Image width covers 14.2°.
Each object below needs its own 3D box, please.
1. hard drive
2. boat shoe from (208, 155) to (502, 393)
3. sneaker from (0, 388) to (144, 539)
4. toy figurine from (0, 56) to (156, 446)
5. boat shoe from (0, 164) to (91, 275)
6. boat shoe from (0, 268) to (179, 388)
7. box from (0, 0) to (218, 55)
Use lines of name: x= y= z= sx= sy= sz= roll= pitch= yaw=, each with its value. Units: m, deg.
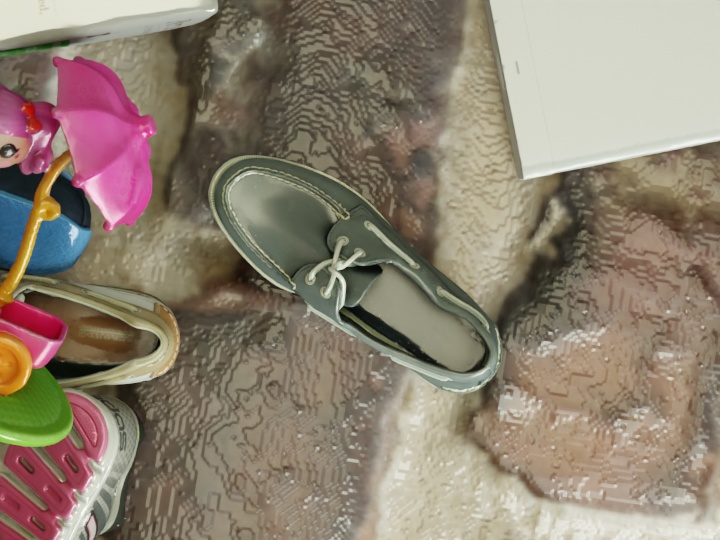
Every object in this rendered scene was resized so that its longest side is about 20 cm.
hard drive: x=0.179 y=-0.137 z=1.706 sx=0.200 sy=0.026 sz=0.132 roll=-11 pitch=92 yaw=-5
boat shoe: x=0.000 y=0.000 z=1.671 sx=0.200 sy=0.062 sz=0.073 roll=38 pitch=87 yaw=-5
sneaker: x=-0.181 y=0.149 z=1.651 sx=0.074 sy=0.087 sz=0.200 roll=36 pitch=109 yaw=18
toy figurine: x=-0.195 y=-0.037 z=1.515 sx=0.200 sy=0.150 sz=0.184 roll=31 pitch=105 yaw=-7
boat shoe: x=-0.250 y=-0.057 z=1.643 sx=0.200 sy=0.069 sz=0.084 roll=29 pitch=121 yaw=-17
boat shoe: x=-0.203 y=0.032 z=1.647 sx=0.200 sy=0.068 sz=0.075 roll=-1 pitch=91 yaw=-6
box: x=-0.180 y=-0.219 z=1.580 sx=0.171 sy=0.199 sz=0.200 roll=-11 pitch=94 yaw=-6
